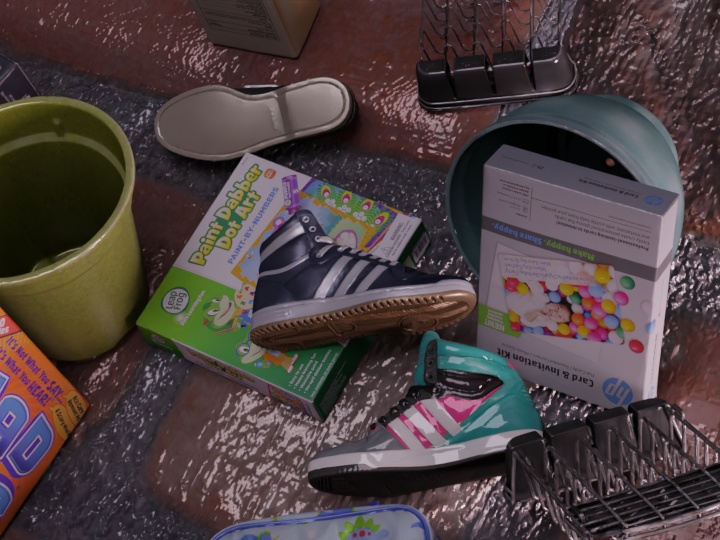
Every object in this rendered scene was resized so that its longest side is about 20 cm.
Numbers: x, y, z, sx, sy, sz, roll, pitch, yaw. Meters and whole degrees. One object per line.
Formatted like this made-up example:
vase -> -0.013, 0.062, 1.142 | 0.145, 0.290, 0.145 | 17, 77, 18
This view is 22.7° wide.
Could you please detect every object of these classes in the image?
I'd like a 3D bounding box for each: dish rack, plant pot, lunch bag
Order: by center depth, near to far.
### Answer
dish rack -> 0.203, 0.160, 1.357 | 0.153, 0.055, 0.200 | -16, 19, -11
lunch bag -> -0.027, 0.271, 1.432 | 0.199, 0.083, 0.161 | -9, 60, 11
plant pot -> 0.191, -0.067, 1.515 | 0.200, 0.201, 0.134 | 19, 40, 25
plant pot -> -0.274, -0.020, 1.604 | 0.200, 0.184, 0.201 | -6, 54, 8
dish rack -> 0.127, -0.252, 1.705 | 0.153, 0.055, 0.201 | -4, 58, 12

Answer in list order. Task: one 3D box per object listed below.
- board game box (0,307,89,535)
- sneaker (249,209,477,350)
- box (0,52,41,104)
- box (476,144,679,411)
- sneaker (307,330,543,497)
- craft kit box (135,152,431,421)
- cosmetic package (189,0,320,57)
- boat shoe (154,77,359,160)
board game box -> -0.400, 0.117, 1.557 | 0.199, 0.200, 0.200 | 25, 71, 27
sneaker -> 0.000, 0.000, 1.538 | 0.199, 0.070, 0.109 | -9, 61, 15
box -> -0.441, -0.142, 1.769 | 0.196, 0.118, 0.200 | 32, 75, 29
box -> 0.172, 0.010, 1.458 | 0.156, 0.201, 0.041 | 19, 40, 24
sneaker -> 0.049, 0.114, 1.496 | 0.199, 0.084, 0.121 | -9, 64, 2
craft kit box -> -0.069, 0.010, 1.618 | 0.197, 0.049, 0.200 | 20, 68, 28
cosmetic package -> -0.118, -0.296, 1.713 | 0.105, 0.200, 0.071 | 13, 64, 21
boat shoe -> -0.097, -0.142, 1.710 | 0.199, 0.063, 0.073 | -7, 87, 16
